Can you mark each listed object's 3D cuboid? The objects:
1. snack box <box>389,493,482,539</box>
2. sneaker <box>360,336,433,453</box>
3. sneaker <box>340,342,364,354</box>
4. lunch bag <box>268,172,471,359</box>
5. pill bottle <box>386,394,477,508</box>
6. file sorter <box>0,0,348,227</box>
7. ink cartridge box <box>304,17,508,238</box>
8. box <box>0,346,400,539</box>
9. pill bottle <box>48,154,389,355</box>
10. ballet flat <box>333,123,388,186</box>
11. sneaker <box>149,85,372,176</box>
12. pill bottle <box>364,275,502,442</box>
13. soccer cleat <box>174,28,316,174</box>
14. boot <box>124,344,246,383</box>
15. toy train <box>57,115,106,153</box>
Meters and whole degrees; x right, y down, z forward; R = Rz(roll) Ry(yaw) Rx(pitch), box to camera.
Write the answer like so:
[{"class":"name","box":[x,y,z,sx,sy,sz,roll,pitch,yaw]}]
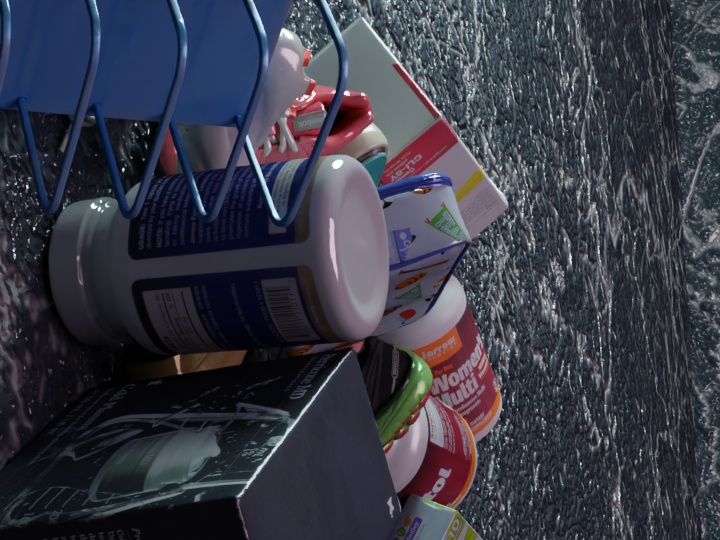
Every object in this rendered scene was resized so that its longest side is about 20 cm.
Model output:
[{"class":"snack box","box":[0.040,0.307,1.304,0.202,0.053,0.142,-61,144,-17]},{"class":"sneaker","box":[-0.031,0.133,1.197,0.200,0.084,0.077,-45,164,-17]},{"class":"sneaker","box":[-0.058,-0.006,1.277,0.087,0.073,0.202,-48,120,-51]},{"class":"lunch bag","box":[0.000,0.000,1.167,0.200,0.158,0.076,118,-49,-69]},{"class":"pill bottle","box":[0.019,0.149,1.333,0.200,0.112,0.115,33,52,-61]},{"class":"file sorter","box":[-0.123,-0.109,0.854,0.140,0.198,0.123,-65,-146,38]},{"class":"ink cartridge box","box":[0.043,-0.119,1.450,0.146,0.083,0.200,53,5,32]},{"class":"box","box":[-0.104,0.149,0.904,0.200,0.194,0.125,-50,128,-63]},{"class":"pill bottle","box":[-0.090,-0.007,0.988,0.116,0.197,0.117,-5,90,-71]},{"class":"ballet flat","box":[-0.018,-0.064,1.337,0.201,0.069,0.070,108,-7,-53]},{"class":"sneaker","box":[-0.071,-0.110,1.161,0.199,0.086,0.075,-20,100,-45]},{"class":"pill bottle","box":[0.058,0.067,1.465,0.110,0.108,0.202,-71,146,-50]},{"class":"soccer cleat","box":[-0.101,-0.086,1.046,0.077,0.201,0.070,15,38,-25]},{"class":"boot","box":[-0.103,0.132,1.105,0.175,0.065,0.203,-41,123,-61]},{"class":"toy train","box":[-0.126,-0.150,1.067,0.201,0.114,0.085,-75,148,-46]}]
